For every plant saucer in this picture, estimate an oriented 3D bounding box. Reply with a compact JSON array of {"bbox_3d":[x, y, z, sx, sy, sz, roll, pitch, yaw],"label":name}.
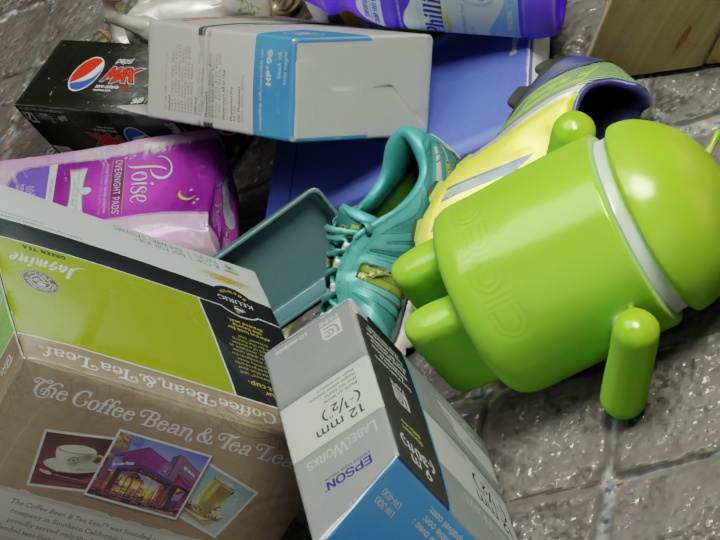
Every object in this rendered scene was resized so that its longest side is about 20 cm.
[{"bbox_3d":[-0.090,0.023,1.536,0.200,0.070,0.019,-35,31,9],"label":"plant saucer"}]

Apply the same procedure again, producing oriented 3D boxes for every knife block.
[{"bbox_3d":[0.189,-0.202,1.424,0.200,0.176,0.064,-5,48,40],"label":"knife block"}]

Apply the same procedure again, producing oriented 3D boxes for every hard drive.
[{"bbox_3d":[0.031,-0.097,1.588,0.200,0.025,0.132,-21,40,26],"label":"hard drive"}]

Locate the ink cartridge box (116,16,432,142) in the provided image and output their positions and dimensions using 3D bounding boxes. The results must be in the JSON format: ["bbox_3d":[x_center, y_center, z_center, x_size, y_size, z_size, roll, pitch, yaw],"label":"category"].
[{"bbox_3d":[-0.061,-0.129,1.578,0.200,0.116,0.068,13,104,49],"label":"ink cartridge box"}]

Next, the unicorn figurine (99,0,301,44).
[{"bbox_3d":[-0.136,-0.196,1.781,0.200,0.137,0.074,0,56,20],"label":"unicorn figurine"}]

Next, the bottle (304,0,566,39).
[{"bbox_3d":[0.031,-0.193,1.539,0.200,0.084,0.065,6,60,10],"label":"bottle"}]

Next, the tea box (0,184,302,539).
[{"bbox_3d":[-0.150,0.073,1.398,0.134,0.200,0.197,-59,29,21],"label":"tea box"}]

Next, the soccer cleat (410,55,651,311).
[{"bbox_3d":[0.100,-0.047,1.441,0.084,0.065,0.200,19,67,43],"label":"soccer cleat"}]

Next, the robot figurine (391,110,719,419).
[{"bbox_3d":[0.120,-0.008,1.332,0.200,0.116,0.176,-27,45,15],"label":"robot figurine"}]

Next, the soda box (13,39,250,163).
[{"bbox_3d":[-0.161,-0.122,1.760,0.200,0.063,0.071,9,58,47],"label":"soda box"}]

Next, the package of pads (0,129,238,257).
[{"bbox_3d":[-0.182,-0.023,1.599,0.200,0.076,0.121,-8,41,6],"label":"package of pads"}]

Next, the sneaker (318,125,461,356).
[{"bbox_3d":[0.000,0.000,1.469,0.077,0.080,0.200,4,56,45],"label":"sneaker"}]

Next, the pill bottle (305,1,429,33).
[{"bbox_3d":[0.061,-0.227,1.624,0.200,0.112,0.112,-20,40,26],"label":"pill bottle"}]

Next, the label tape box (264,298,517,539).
[{"bbox_3d":[0.028,0.129,1.250,0.066,0.143,0.200,-34,36,10],"label":"label tape box"}]
